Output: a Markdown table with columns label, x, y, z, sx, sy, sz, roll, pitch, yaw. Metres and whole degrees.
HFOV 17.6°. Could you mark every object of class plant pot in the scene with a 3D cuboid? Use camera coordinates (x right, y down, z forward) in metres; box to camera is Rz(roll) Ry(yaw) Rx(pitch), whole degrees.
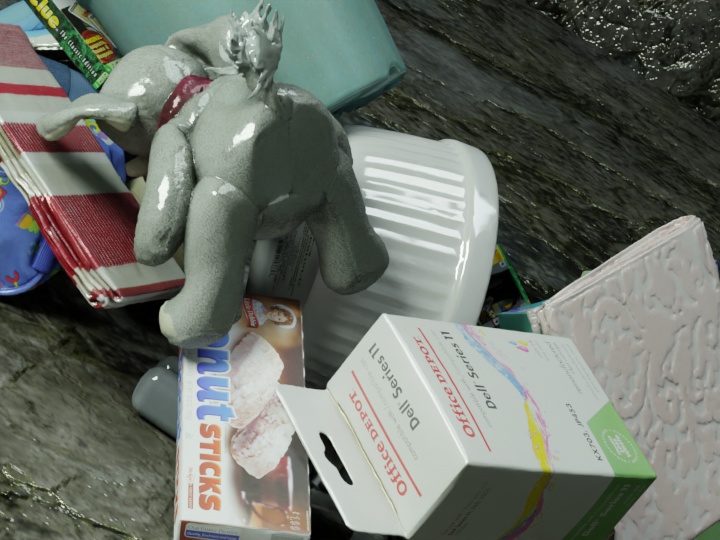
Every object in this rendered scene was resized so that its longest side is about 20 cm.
| label | x | y | z | sx | sy | sz | roll | pitch | yaw |
| --- | --- | --- | --- | --- | --- | --- | --- | --- | --- |
| plant pot | -0.081 | -0.174 | 1.517 | 0.196 | 0.200 | 0.200 | 60 | 18 | 1 |

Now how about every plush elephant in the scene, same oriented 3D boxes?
| label | x | y | z | sx | sy | sz | roll | pitch | yaw |
| --- | --- | --- | --- | --- | --- | --- | --- | --- | --- |
| plush elephant | -0.096 | -0.070 | 1.369 | 0.165 | 0.200 | 0.155 | -27 | 31 | -36 |

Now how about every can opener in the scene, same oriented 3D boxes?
| label | x | y | z | sx | sy | sz | roll | pitch | yaw |
| --- | --- | --- | --- | --- | --- | --- | --- | --- | --- |
| can opener | -0.035 | 0.103 | 1.362 | 0.200 | 0.067 | 0.053 | 34 | 16 | 4 |

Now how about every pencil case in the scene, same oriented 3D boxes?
| label | x | y | z | sx | sy | sz | roll | pitch | yaw |
| --- | --- | --- | --- | --- | --- | --- | --- | --- | --- |
| pencil case | -0.201 | -0.046 | 1.468 | 0.087 | 0.078 | 0.200 | 23 | 17 | 0 |

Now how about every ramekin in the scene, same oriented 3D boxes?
| label | x | y | z | sx | sy | sz | roll | pitch | yaw |
| --- | --- | --- | --- | --- | --- | --- | --- | --- | --- |
| ramekin | 0.000 | 0.000 | 1.519 | 0.105 | 0.200 | 0.200 | 16 | 21 | -18 |

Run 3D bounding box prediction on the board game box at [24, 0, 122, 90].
| label | x | y | z | sx | sy | sz | roll | pitch | yaw |
| --- | --- | --- | --- | --- | --- | --- | --- | --- | --- |
| board game box | -0.151 | -0.197 | 1.627 | 0.105 | 0.023 | 0.200 | 49 | 37 | 6 |

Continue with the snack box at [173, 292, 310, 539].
| label | x | y | z | sx | sy | sz | roll | pitch | yaw |
| --- | --- | --- | --- | --- | --- | --- | --- | --- | --- |
| snack box | -0.067 | 0.083 | 1.315 | 0.072 | 0.024 | 0.200 | 7 | 37 | -9 |

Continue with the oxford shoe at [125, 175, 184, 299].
| label | x | y | z | sx | sy | sz | roll | pitch | yaw |
| --- | --- | --- | --- | --- | --- | --- | --- | --- | --- |
| oxford shoe | -0.131 | -0.038 | 1.565 | 0.071 | 0.074 | 0.200 | 21 | 10 | -31 |

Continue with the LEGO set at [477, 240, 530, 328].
| label | x | y | z | sx | sy | sz | roll | pitch | yaw |
| --- | --- | --- | --- | --- | --- | --- | --- | --- | --- |
| LEGO set | 0.071 | 0.046 | 1.715 | 0.154 | 0.116 | 0.200 | 58 | 6 | -50 |

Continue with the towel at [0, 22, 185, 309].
| label | x | y | z | sx | sy | sz | roll | pitch | yaw |
| --- | --- | --- | --- | --- | --- | --- | --- | --- | --- |
| towel | -0.181 | -0.064 | 1.381 | 0.200 | 0.023 | 0.144 | 56 | 14 | 5 |

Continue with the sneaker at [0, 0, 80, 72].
| label | x | y | z | sx | sy | sz | roll | pitch | yaw |
| --- | --- | --- | --- | --- | --- | --- | --- | --- | --- |
| sneaker | -0.206 | -0.196 | 1.737 | 0.078 | 0.200 | 0.090 | 38 | 45 | -60 |

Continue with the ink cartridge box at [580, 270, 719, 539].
| label | x | y | z | sx | sy | sz | roll | pitch | yaw |
| --- | --- | --- | --- | --- | --- | --- | --- | --- | --- |
| ink cartridge box | 0.213 | 0.108 | 1.695 | 0.048 | 0.146 | 0.200 | -1 | -28 | 41 |

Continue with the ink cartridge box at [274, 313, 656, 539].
| label | x | y | z | sx | sy | sz | roll | pitch | yaw |
| --- | --- | --- | --- | --- | --- | --- | --- | --- | --- |
| ink cartridge box | 0.061 | 0.092 | 1.328 | 0.200 | 0.067 | 0.117 | 8 | 41 | -42 |

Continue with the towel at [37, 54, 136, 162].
| label | x | y | z | sx | sy | sz | roll | pitch | yaw |
| --- | --- | --- | --- | --- | --- | --- | --- | --- | --- |
| towel | -0.218 | -0.114 | 1.593 | 0.200 | 0.049 | 0.112 | 20 | -11 | -25 |

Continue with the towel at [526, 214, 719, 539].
| label | x | y | z | sx | sy | sz | roll | pitch | yaw |
| --- | --- | --- | --- | --- | --- | --- | --- | --- | --- |
| towel | 0.195 | 0.085 | 1.554 | 0.032 | 0.200 | 0.191 | -4 | 15 | 44 |

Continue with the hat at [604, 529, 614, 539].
| label | x | y | z | sx | sy | sz | roll | pitch | yaw |
| --- | --- | --- | --- | --- | --- | --- | --- | --- | --- |
| hat | 0.106 | 0.159 | 1.441 | 0.200 | 0.081 | 0.201 | 31 | 15 | -9 |

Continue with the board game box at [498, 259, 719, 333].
| label | x | y | z | sx | sy | sz | roll | pitch | yaw |
| --- | --- | --- | --- | --- | --- | --- | --- | --- | --- |
| board game box | 0.182 | 0.084 | 1.597 | 0.045 | 0.152 | 0.200 | -1 | 10 | 44 |
